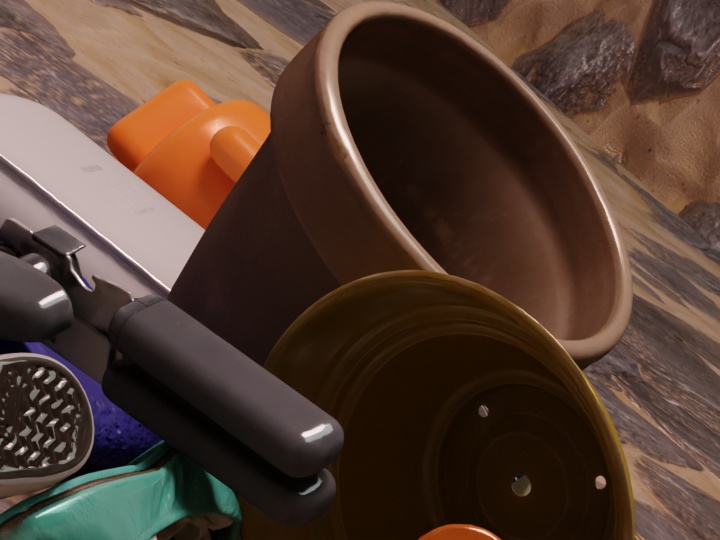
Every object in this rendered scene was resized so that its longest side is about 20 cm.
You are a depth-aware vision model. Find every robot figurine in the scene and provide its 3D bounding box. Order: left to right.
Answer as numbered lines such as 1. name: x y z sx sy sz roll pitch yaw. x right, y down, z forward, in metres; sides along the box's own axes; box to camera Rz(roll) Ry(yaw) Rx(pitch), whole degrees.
1. robot figurine: -0.063 -0.018 1.440 0.200 0.144 0.117 46 29 17

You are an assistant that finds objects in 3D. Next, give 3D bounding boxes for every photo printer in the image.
1. photo printer: -0.154 -0.021 1.308 0.200 0.069 0.166 38 12 6

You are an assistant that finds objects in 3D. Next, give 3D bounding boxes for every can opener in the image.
1. can opener: -0.098 0.044 1.025 0.200 0.053 0.067 33 41 31

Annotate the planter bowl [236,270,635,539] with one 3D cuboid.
1. planter bowl: 0.049 0.096 1.047 0.200 0.201 0.083 42 28 25

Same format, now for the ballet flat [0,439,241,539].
1. ballet flat: -0.092 0.112 0.995 0.070 0.067 0.200 54 16 5

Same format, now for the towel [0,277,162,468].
1. towel: -0.171 0.034 1.114 0.148 0.050 0.200 51 16 27

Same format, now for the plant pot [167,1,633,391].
1. plant pot: 0.000 0.000 1.178 0.200 0.175 0.200 33 36 -28

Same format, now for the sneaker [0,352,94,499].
1. sneaker: -0.198 0.069 0.889 0.200 0.085 0.073 4 71 -42

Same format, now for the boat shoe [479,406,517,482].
1. boat shoe: 0.029 0.105 1.317 0.200 0.072 0.076 26 44 -20

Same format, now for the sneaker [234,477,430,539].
1. sneaker: 0.006 0.150 1.128 0.200 0.066 0.078 52 -24 12

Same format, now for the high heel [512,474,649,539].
1. high heel: 0.111 0.163 1.213 0.143 0.071 0.200 52 19 -4

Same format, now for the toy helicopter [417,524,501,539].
1. toy helicopter: 0.031 0.203 0.918 0.200 0.132 0.079 58 -17 24
